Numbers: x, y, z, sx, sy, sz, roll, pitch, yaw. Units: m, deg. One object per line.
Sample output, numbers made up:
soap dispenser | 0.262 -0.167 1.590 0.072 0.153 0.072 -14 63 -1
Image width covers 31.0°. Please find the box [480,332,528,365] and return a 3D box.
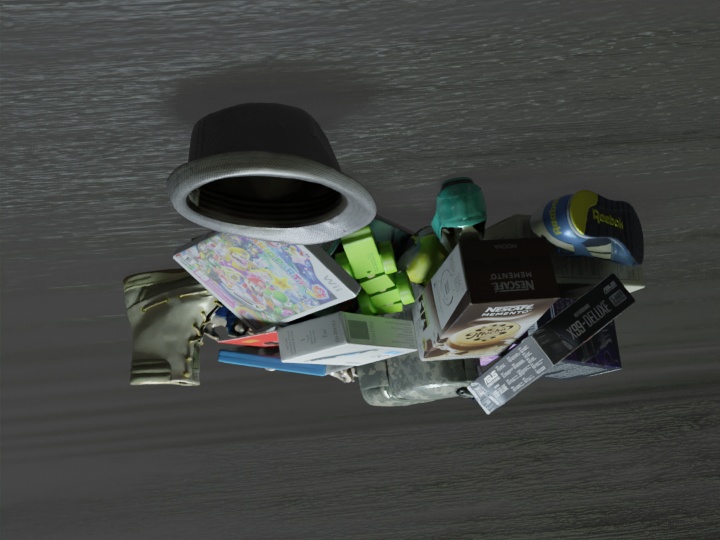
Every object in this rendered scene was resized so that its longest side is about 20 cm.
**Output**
box | 0.177 0.048 1.809 0.039 0.137 0.200 -3 165 -13

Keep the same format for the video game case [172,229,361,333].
video game case | -0.109 0.001 1.469 0.143 0.018 0.200 44 143 -20

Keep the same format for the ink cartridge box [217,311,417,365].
ink cartridge box | -0.049 0.094 1.604 0.176 0.045 0.200 -15 168 25

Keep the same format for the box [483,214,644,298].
box | 0.266 -0.016 1.686 0.200 0.095 0.078 4 164 -30

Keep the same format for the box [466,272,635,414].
box | 0.240 0.096 1.654 0.158 0.050 0.200 -33 171 -28

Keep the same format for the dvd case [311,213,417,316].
dvd case | 0.000 0.000 1.600 0.146 0.022 0.200 -53 153 8

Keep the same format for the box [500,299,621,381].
box | 0.301 0.084 1.985 0.104 0.148 0.200 -17 163 36

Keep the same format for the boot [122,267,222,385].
boot | -0.211 0.073 1.705 0.200 0.155 0.072 -7 167 7

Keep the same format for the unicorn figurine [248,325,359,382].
unicorn figurine | -0.072 0.105 1.916 0.200 0.138 0.074 -14 174 40

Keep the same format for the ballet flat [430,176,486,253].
ballet flat | 0.118 -0.049 1.535 0.067 0.071 0.200 -7 166 4

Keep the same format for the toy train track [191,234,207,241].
toy train track | -0.145 -0.061 1.470 0.115 0.033 0.200 -1 161 11

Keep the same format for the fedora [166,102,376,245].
fedora | -0.085 -0.097 1.215 0.200 0.090 0.177 12 157 -33

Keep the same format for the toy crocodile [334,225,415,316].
toy crocodile | 0.015 -0.001 1.538 0.067 0.062 0.200 -18 147 8

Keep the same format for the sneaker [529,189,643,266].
sneaker | 0.286 -0.050 1.609 0.082 0.074 0.200 -15 156 37

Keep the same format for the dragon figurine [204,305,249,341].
dragon figurine | -0.186 0.045 1.788 0.200 0.100 0.059 2 165 30

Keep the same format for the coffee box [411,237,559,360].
coffee box | 0.145 0.037 1.549 0.113 0.080 0.200 -3 158 -15

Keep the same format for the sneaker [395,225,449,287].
sneaker | 0.111 -0.003 1.654 0.075 0.076 0.200 -55 152 16

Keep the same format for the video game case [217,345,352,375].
video game case | -0.095 0.118 1.745 0.143 0.018 0.200 7 -179 11

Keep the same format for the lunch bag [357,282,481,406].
lunch bag | 0.089 0.090 1.810 0.139 0.200 0.168 6 163 -40

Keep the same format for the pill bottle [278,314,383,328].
pill bottle | -0.057 0.032 1.699 0.112 0.112 0.200 -13 164 25
